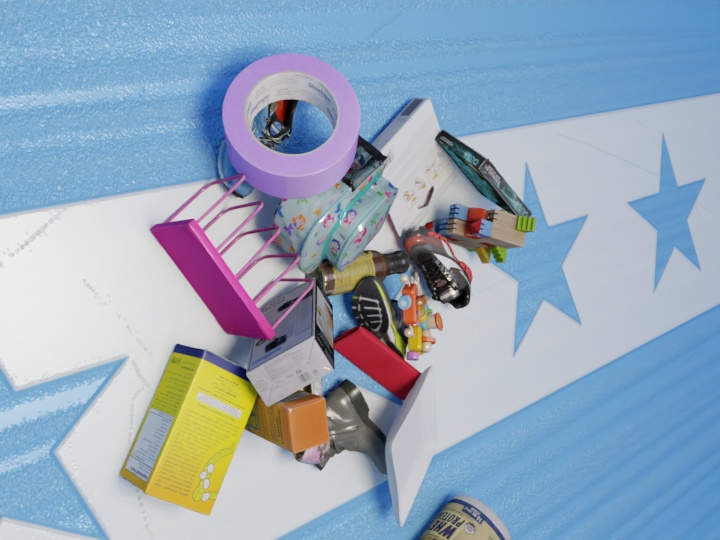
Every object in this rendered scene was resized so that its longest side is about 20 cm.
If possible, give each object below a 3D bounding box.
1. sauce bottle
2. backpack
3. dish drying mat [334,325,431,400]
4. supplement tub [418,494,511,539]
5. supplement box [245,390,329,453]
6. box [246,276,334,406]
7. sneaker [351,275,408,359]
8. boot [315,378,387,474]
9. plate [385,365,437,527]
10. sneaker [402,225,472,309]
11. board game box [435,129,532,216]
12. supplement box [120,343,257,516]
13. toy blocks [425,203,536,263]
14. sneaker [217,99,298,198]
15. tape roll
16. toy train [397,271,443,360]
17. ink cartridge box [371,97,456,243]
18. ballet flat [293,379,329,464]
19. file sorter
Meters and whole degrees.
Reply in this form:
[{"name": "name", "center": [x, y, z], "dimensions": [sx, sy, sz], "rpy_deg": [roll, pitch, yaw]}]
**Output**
[{"name": "sauce bottle", "center": [0.000, 0.000, 1.258], "dimensions": [0.196, 0.064, 0.067], "rpy_deg": [-11, 97, -39]}, {"name": "backpack", "center": [-0.045, -0.091, 1.141], "dimensions": [0.151, 0.179, 0.199], "rpy_deg": [45, 58, 12]}, {"name": "dish drying mat", "center": [0.038, 0.163, 1.287], "dimensions": [0.199, 0.076, 0.019], "rpy_deg": [41, 37, -30]}, {"name": "supplement tub", "center": [0.170, 0.532, 1.341], "dimensions": [0.199, 0.143, 0.147], "rpy_deg": [-41, 113, -30]}, {"name": "supplement box", "center": [-0.124, 0.209, 1.077], "dimensions": [0.067, 0.198, 0.069], "rpy_deg": [-10, 97, -32]}, {"name": "box", "center": [-0.100, 0.099, 1.081], "dimensions": [0.115, 0.201, 0.061], "rpy_deg": [-28, 111, 10]}, {"name": "sneaker", "center": [0.041, 0.074, 1.274], "dimensions": [0.082, 0.072, 0.202], "rpy_deg": [-63, 149, -34]}, {"name": "boot", "center": [-0.028, 0.296, 1.250], "dimensions": [0.130, 0.067, 0.203], "rpy_deg": [-36, 112, -19]}, {"name": "plate", "center": [0.087, 0.301, 1.274], "dimensions": [0.201, 0.031, 0.205], "rpy_deg": [-55, 146, -48]}, {"name": "sneaker", "center": [0.146, 0.001, 1.340], "dimensions": [0.200, 0.070, 0.100], "rpy_deg": [42, 34, -38]}, {"name": "board game box", "center": [0.231, -0.174, 1.369], "dimensions": [0.028, 0.135, 0.199], "rpy_deg": [-48, 135, 4]}, {"name": "supplement box", "center": [-0.239, 0.223, 1.044], "dimensions": [0.108, 0.108, 0.205], "rpy_deg": [31, 72, -33]}, {"name": "toy blocks", "center": [0.207, -0.079, 1.350], "dimensions": [0.133, 0.199, 0.103], "rpy_deg": [14, 83, -24]}, {"name": "sneaker", "center": [-0.152, -0.207, 1.120], "dimensions": [0.078, 0.089, 0.205], "rpy_deg": [30, 73, -33]}, {"name": "tape roll", "center": [-0.099, -0.209, 1.053], "dimensions": [0.194, 0.066, 0.206], "rpy_deg": [2, 66, -5]}, {"name": "toy train", "center": [0.109, 0.071, 1.280], "dimensions": [0.200, 0.054, 0.155], "rpy_deg": [-36, 123, -74]}, {"name": "ink cartridge box", "center": [0.087, -0.183, 1.338], "dimensions": [0.201, 0.043, 0.176], "rpy_deg": [-49, 132, -27]}, {"name": "ballet flat", "center": [-0.094, 0.201, 1.153], "dimensions": [0.070, 0.068, 0.206], "rpy_deg": [8, 68, -54]}, {"name": "file sorter", "center": [-0.180, -0.021, 1.071], "dimensions": [0.126, 0.137, 0.202], "rpy_deg": [-46, 116, -29]}]
